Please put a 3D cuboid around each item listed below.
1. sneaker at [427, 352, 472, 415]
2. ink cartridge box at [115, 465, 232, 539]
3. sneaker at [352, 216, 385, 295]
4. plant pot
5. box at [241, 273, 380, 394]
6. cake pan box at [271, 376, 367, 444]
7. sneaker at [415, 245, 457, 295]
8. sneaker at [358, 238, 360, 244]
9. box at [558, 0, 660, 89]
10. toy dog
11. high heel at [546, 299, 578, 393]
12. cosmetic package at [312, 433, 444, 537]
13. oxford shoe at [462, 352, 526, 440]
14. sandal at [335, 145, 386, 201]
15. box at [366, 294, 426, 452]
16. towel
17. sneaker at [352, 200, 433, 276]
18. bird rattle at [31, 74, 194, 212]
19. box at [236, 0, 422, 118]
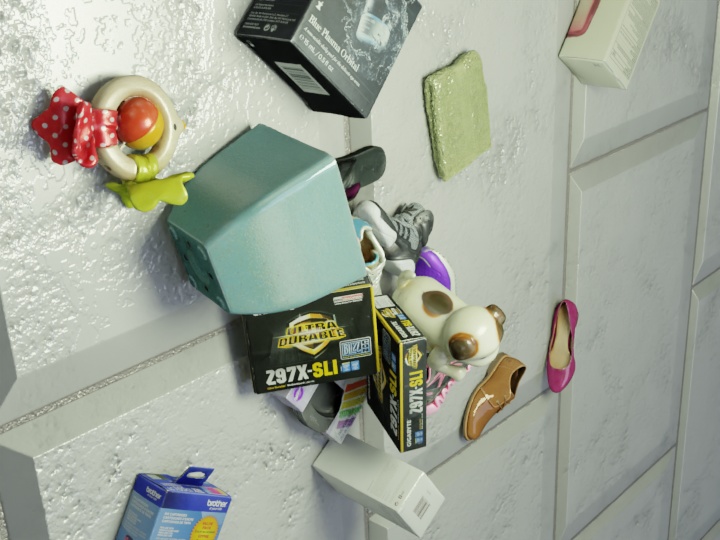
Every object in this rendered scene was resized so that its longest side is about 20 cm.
[{"bbox_3d":[0.147,0.171,1.838,0.200,0.079,0.096,-52,125,-24],"label":"sneaker"},{"bbox_3d":[-0.275,0.374,1.423,0.136,0.076,0.201,21,86,-50],"label":"ink cartridge box"},{"bbox_3d":[0.000,0.000,1.594,0.077,0.080,0.201,-46,135,-30],"label":"sneaker"},{"bbox_3d":[-0.142,-0.051,1.338,0.199,0.195,0.197,-33,127,-24],"label":"plant pot"},{"bbox_3d":[-0.075,0.095,1.481,0.198,0.049,0.161,-9,121,-7],"label":"box"},{"bbox_3d":[-0.047,0.167,1.625,0.201,0.052,0.184,-58,136,-17],"label":"cake pan box"},{"bbox_3d":[0.121,0.053,1.759,0.099,0.069,0.201,-40,130,-29],"label":"sneaker"},{"bbox_3d":[-0.077,-0.006,1.516,0.075,0.105,0.201,18,120,-36],"label":"sneaker"},{"bbox_3d":[0.499,-0.484,1.963,0.128,0.109,0.201,29,82,-50],"label":"box"},{"bbox_3d":[0.154,0.087,1.624,0.139,0.199,0.195,-30,124,-29],"label":"toy dog"},{"bbox_3d":[0.437,0.165,2.158,0.096,0.067,0.201,35,62,-59],"label":"high heel"},{"bbox_3d":[0.029,0.359,1.664,0.085,0.199,0.108,-54,139,-18],"label":"cosmetic package"},{"bbox_3d":[0.274,0.264,2.009,0.201,0.071,0.071,-59,140,-13],"label":"oxford shoe"},{"bbox_3d":[-0.021,-0.144,1.542,0.200,0.048,0.076,-35,128,-36],"label":"sandal"},{"bbox_3d":[0.055,0.162,1.564,0.049,0.160,0.201,-10,117,-18],"label":"box"},{"bbox_3d":[0.172,-0.271,1.726,0.148,0.036,0.201,-37,129,-34],"label":"towel"},{"bbox_3d":[0.058,-0.080,1.639,0.114,0.075,0.200,-57,143,-18],"label":"sneaker"},{"bbox_3d":[-0.296,-0.167,1.215,0.200,0.112,0.164,44,58,-33],"label":"bird rattle"},{"bbox_3d":[-0.039,-0.356,1.393,0.197,0.117,0.201,38,74,-48],"label":"box"}]
